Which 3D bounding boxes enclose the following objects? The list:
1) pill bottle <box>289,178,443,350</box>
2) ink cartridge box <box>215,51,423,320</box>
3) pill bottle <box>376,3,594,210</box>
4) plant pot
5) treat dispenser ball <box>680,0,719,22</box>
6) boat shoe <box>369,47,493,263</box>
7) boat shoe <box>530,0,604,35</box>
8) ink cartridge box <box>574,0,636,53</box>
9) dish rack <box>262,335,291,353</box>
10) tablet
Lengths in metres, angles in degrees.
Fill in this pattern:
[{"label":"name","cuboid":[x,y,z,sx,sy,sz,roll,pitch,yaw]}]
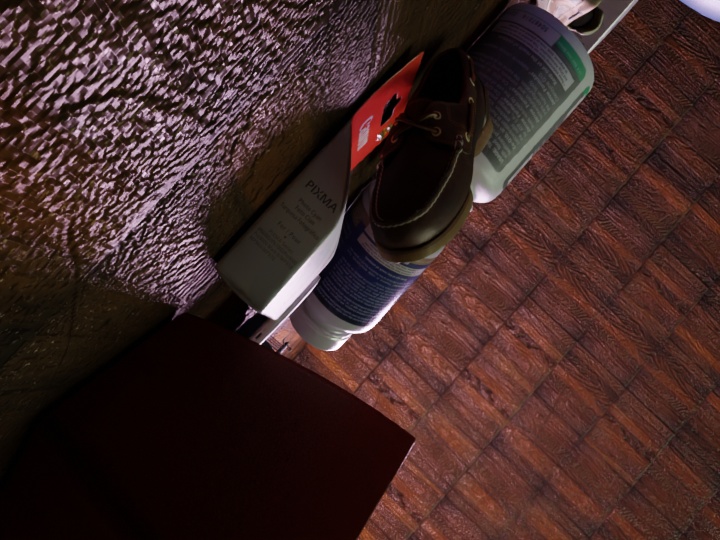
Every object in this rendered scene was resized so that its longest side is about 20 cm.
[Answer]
[{"label":"pill bottle","cuboid":[0.000,0.000,0.873,0.200,0.111,0.111,-50,177,31]},{"label":"ink cartridge box","cuboid":[-0.016,-0.051,0.561,0.200,0.047,0.160,-46,178,-6]},{"label":"pill bottle","cuboid":[0.114,-0.138,0.706,0.200,0.113,0.113,-47,177,-5]},{"label":"plant pot","cuboid":[-0.115,0.152,0.487,0.200,0.176,0.200,-48,178,36]},{"label":"treat dispenser ball","cuboid":[0.243,-0.237,0.408,0.201,0.201,0.201,-47,177,-3]},{"label":"boat shoe","cuboid":[0.046,-0.088,0.526,0.069,0.071,0.201,-5,-143,22]},{"label":"boat shoe","cuboid":[0.232,-0.289,0.831,0.072,0.076,0.200,-48,178,18]},{"label":"ink cartridge box","cuboid":[0.427,-0.471,1.274,0.200,0.084,0.146,-49,177,23]},{"label":"dish rack","cuboid":[-0.153,0.132,0.921,0.153,0.055,0.200,-44,180,1]},{"label":"tablet","cuboid":[-0.115,0.071,0.712,0.130,0.014,0.200,-47,-173,-31]}]
